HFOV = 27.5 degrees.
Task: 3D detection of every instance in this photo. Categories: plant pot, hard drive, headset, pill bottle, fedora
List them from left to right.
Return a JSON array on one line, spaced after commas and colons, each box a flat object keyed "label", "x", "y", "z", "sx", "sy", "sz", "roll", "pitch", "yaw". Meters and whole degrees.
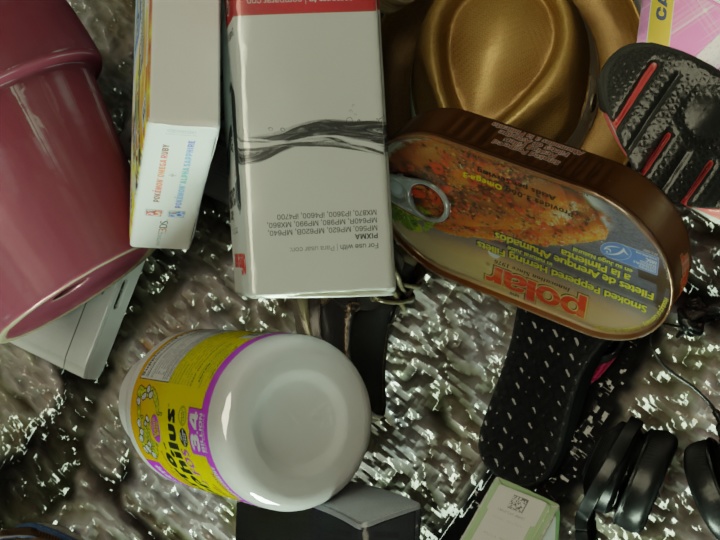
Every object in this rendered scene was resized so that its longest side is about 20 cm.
[{"label": "plant pot", "x": -0.236, "y": -0.059, "z": 0.989, "sx": 0.200, "sy": 0.200, "sz": 0.179, "roll": -35, "pitch": 87, "yaw": 16}, {"label": "hard drive", "x": -0.255, "y": -0.018, "z": 1.098, "sx": 0.200, "sy": 0.027, "sz": 0.132, "roll": 23, "pitch": 93, "yaw": 24}, {"label": "pill bottle", "x": -0.083, "y": 0.089, "z": 0.931, "sx": 0.200, "sy": 0.104, "sz": 0.104, "roll": -2, "pitch": 82, "yaw": 60}, {"label": "hard drive", "x": -0.028, "y": 0.196, "z": 0.908, "sx": 0.200, "sy": 0.042, "sz": 0.135, "roll": -7, "pitch": 79, "yaw": 62}, {"label": "fedora", "x": 0.086, "y": -0.124, "z": 0.916, "sx": 0.200, "sy": 0.082, "sz": 0.201, "roll": -2, "pitch": 81, "yaw": 11}, {"label": "headset", "x": 0.194, "y": 0.119, "z": 0.879, "sx": 0.123, "sy": 0.094, "sz": 0.200, "roll": 3, "pitch": 100, "yaw": 19}]

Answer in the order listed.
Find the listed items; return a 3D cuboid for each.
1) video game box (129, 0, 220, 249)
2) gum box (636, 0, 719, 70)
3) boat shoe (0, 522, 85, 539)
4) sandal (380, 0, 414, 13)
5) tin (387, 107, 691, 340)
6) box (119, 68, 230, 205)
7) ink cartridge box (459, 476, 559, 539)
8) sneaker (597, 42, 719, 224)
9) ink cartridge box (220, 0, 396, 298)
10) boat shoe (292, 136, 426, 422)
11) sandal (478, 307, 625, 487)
[{"label": "video game box", "x": -0.115, "y": -0.138, "z": 0.902, "sx": 0.047, "sy": 0.182, "sz": 0.200, "roll": 2, "pitch": 68, "yaw": -9}, {"label": "gum box", "x": 0.234, "y": -0.180, "z": 0.884, "sx": 0.113, "sy": 0.066, "sz": 0.200, "roll": 5, "pitch": 87, "yaw": 23}, {"label": "boat shoe", "x": -0.184, "y": 0.222, "z": 1.005, "sx": 0.200, "sy": 0.072, "sz": 0.072, "roll": 6, "pitch": 89, "yaw": 30}, {"label": "sandal", "x": 0.050, "y": -0.263, "z": 0.935, "sx": 0.070, "sy": 0.078, "sz": 0.212, "roll": -20, "pitch": 50, "yaw": 49}, {"label": "tin", "x": 0.097, "y": -0.028, "z": 0.857, "sx": 0.200, "sy": 0.042, "sz": 0.112, "roll": 23, "pitch": 137, "yaw": 26}, {"label": "box", "x": -0.080, "y": -0.151, "z": 1.000, "sx": 0.156, "sy": 0.041, "sz": 0.200, "roll": 24, "pitch": 94, "yaw": 47}, {"label": "ink cartridge box", "x": 0.053, "y": 0.236, "z": 0.825, "sx": 0.048, "sy": 0.146, "sz": 0.200, "roll": 22, "pitch": 55, "yaw": 22}, {"label": "sneaker", "x": 0.213, "y": -0.051, "z": 0.847, "sx": 0.200, "sy": 0.087, "sz": 0.074, "roll": 40, "pitch": 93, "yaw": 1}, {"label": "ink cartridge box", "x": -0.035, "y": -0.083, "z": 0.856, "sx": 0.084, "sy": 0.144, "sz": 0.200, "roll": -4, "pitch": 91, "yaw": -8}, {"label": "boat shoe", "x": 0.000, "y": 0.000, "z": 0.961, "sx": 0.073, "sy": 0.074, "sz": 0.200, "roll": -10, "pitch": 81, "yaw": 22}, {"label": "sandal", "x": 0.130, "y": 0.042, "z": 0.923, "sx": 0.075, "sy": 0.045, "sz": 0.200, "roll": 31, "pitch": 111, "yaw": 28}]
